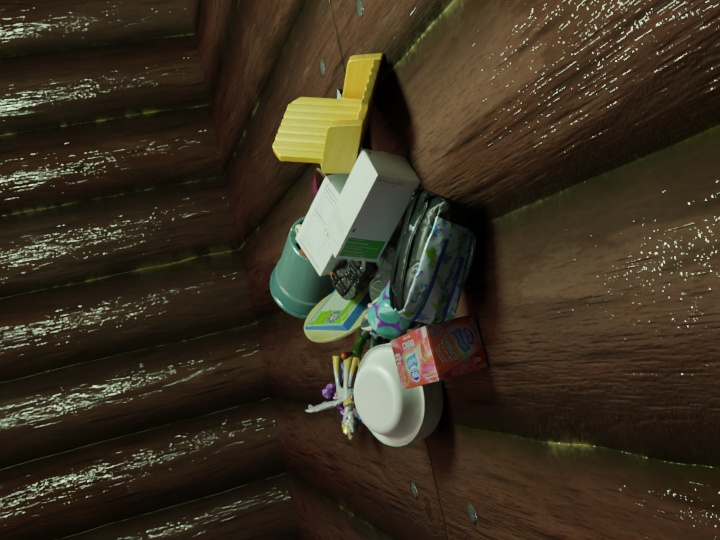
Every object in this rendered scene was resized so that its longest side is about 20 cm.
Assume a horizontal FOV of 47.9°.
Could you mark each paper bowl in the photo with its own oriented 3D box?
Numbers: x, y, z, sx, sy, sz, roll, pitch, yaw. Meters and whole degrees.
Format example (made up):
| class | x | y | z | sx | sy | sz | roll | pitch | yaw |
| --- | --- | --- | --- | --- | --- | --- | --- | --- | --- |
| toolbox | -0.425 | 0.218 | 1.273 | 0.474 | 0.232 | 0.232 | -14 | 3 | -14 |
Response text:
| class | x | y | z | sx | sy | sz | roll | pitch | yaw |
| --- | --- | --- | --- | --- | --- | --- | --- | --- | --- |
| paper bowl | 0.064 | 0.249 | 1.626 | 0.198 | 0.103 | 0.206 | 7 | 99 | 46 |

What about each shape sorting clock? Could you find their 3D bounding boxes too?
| class | x | y | z | sx | sy | sz | roll | pitch | yaw |
| --- | --- | --- | --- | --- | --- | --- | --- | --- | --- |
| shape sorting clock | -0.038 | 0.095 | 1.834 | 0.040 | 0.198 | 0.200 | 58 | 171 | -23 |

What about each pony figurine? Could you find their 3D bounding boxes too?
| class | x | y | z | sx | sy | sz | roll | pitch | yaw |
| --- | --- | --- | --- | --- | --- | --- | --- | --- | --- |
| pony figurine | -0.044 | 0.326 | 2.103 | 0.192 | 0.163 | 0.205 | 167 | 107 | -69 |

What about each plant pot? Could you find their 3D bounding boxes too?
| class | x | y | z | sx | sy | sz | roll | pitch | yaw |
| --- | --- | --- | --- | --- | --- | --- | --- | --- | --- |
| plant pot | -0.119 | -0.018 | 2.020 | 0.198 | 0.196 | 0.203 | 107 | 147 | -51 |

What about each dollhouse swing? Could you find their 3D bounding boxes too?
| class | x | y | z | sx | sy | sz | roll | pitch | yaw |
| --- | --- | --- | --- | --- | --- | --- | --- | --- | --- |
| dollhouse swing | -0.067 | -0.313 | 1.557 | 0.183 | 0.172 | 0.203 | 103 | -178 | -55 |

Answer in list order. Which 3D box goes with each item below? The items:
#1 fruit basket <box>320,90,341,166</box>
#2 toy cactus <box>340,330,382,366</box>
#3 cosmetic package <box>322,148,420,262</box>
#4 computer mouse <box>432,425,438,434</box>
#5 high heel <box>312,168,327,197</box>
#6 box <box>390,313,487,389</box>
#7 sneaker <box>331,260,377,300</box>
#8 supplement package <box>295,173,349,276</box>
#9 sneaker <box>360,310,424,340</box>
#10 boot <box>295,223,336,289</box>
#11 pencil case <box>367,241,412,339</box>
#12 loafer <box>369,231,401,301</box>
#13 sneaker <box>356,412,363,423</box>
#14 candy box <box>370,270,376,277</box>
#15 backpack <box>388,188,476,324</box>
| class | x | y | z | sx | sy | sz | roll | pitch | yaw |
| --- | --- | --- | --- | --- | --- | --- | --- | --- | --- |
| fruit basket | -0.041 | -0.299 | 1.789 | 0.200 | 0.091 | 0.190 | -87 | -2 | -75 |
| toy cactus | 0.012 | 0.130 | 1.881 | 0.166 | 0.100 | 0.204 | 124 | 141 | -54 |
| cosmetic package | 0.018 | -0.121 | 1.547 | 0.202 | 0.106 | 0.086 | -62 | 39 | 34 |
| computer mouse | 0.110 | 0.245 | 1.690 | 0.110 | 0.043 | 0.205 | 145 | 113 | -73 |
| high heel | -0.084 | -0.189 | 1.988 | 0.200 | 0.066 | 0.098 | -140 | 31 | -69 |
| box | 0.136 | 0.148 | 1.450 | 0.200 | 0.100 | 0.097 | 142 | 115 | -70 |
| sneaker | 0.000 | 0.000 | 1.729 | 0.076 | 0.079 | 0.200 | 53 | 149 | 8 |
| supplement package | -0.040 | -0.103 | 1.727 | 0.115 | 0.108 | 0.201 | 54 | 139 | 21 |
| sneaker | 0.080 | 0.106 | 1.674 | 0.199 | 0.079 | 0.079 | -9 | 49 | 61 |
| boot | -0.083 | -0.028 | 1.851 | 0.075 | 0.105 | 0.204 | 120 | 133 | -61 |
| pencil case | 0.078 | 0.037 | 1.517 | 0.202 | 0.091 | 0.085 | -64 | -5 | 37 |
| loafer | 0.065 | 0.004 | 1.680 | 0.071 | 0.063 | 0.202 | 26 | 142 | 15 |
| sneaker | 0.025 | 0.327 | 1.946 | 0.200 | 0.086 | 0.077 | 150 | 105 | -74 |
| candy box | -0.016 | -0.091 | 1.862 | 0.115 | 0.054 | 0.205 | -150 | 50 | -68 |
| backpack | 0.115 | -0.013 | 1.336 | 0.203 | 0.152 | 0.163 | -62 | 20 | 1 |
